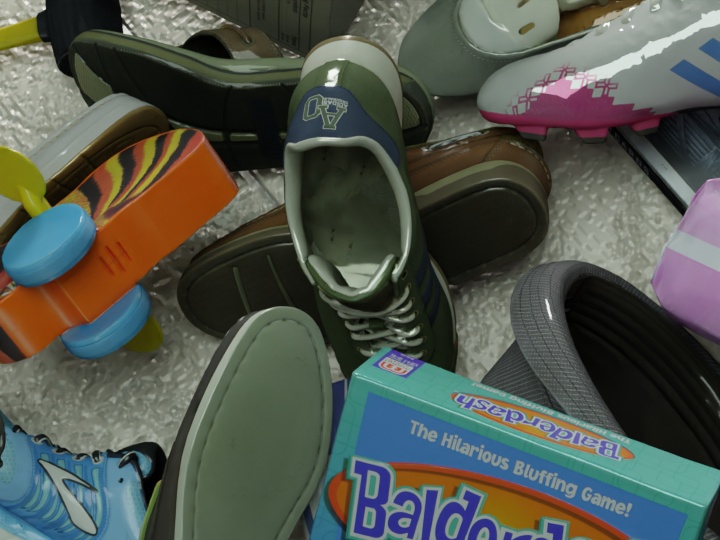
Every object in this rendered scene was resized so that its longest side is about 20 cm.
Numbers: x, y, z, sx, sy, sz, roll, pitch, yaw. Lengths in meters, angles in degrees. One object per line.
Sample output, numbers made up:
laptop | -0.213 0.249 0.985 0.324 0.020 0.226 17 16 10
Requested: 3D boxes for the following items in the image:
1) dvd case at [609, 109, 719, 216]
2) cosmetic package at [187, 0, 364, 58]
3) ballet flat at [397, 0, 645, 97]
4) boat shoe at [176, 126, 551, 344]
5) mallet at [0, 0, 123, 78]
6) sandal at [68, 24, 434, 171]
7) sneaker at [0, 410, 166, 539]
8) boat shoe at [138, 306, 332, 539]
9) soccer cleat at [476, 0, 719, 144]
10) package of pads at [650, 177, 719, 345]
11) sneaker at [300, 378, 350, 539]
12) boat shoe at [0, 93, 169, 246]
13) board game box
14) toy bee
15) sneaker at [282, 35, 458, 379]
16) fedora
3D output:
dvd case | 0.187 -0.119 0.973 0.150 0.025 0.200 -37 69 -4
cosmetic package | -0.088 -0.196 0.988 0.200 0.104 0.073 26 73 4
ballet flat | 0.110 -0.147 0.950 0.200 0.064 0.068 -19 68 4
boat shoe | 0.003 -0.018 0.955 0.200 0.072 0.068 -15 35 15
mallet | -0.228 -0.131 1.051 0.200 0.041 0.066 -7 68 13
sandal | -0.057 -0.094 0.993 0.201 0.080 0.057 7 46 11
sneaker | -0.135 0.110 0.921 0.200 0.078 0.090 41 93 11
boat shoe | -0.066 0.112 0.845 0.061 0.072 0.202 10 87 57
soccer cleat | 0.155 -0.113 0.915 0.200 0.070 0.087 -4 106 2
package of pads | 0.234 0.026 0.850 0.200 0.120 0.076 26 98 12
sneaker | 0.041 0.144 0.885 0.115 0.081 0.200 -17 75 0
boat shoe | -0.189 -0.030 0.981 0.200 0.071 0.069 -42 61 3
board game box | 0.047 0.151 0.776 0.152 0.045 0.200 19 108 16
toy bee | -0.160 -0.001 0.909 0.200 0.131 0.109 -27 25 -32
sneaker | 0.000 0.000 0.870 0.067 0.201 0.090 -5 27 12
fedora | 0.122 0.093 0.857 0.090 0.177 0.200 -45 79 25
